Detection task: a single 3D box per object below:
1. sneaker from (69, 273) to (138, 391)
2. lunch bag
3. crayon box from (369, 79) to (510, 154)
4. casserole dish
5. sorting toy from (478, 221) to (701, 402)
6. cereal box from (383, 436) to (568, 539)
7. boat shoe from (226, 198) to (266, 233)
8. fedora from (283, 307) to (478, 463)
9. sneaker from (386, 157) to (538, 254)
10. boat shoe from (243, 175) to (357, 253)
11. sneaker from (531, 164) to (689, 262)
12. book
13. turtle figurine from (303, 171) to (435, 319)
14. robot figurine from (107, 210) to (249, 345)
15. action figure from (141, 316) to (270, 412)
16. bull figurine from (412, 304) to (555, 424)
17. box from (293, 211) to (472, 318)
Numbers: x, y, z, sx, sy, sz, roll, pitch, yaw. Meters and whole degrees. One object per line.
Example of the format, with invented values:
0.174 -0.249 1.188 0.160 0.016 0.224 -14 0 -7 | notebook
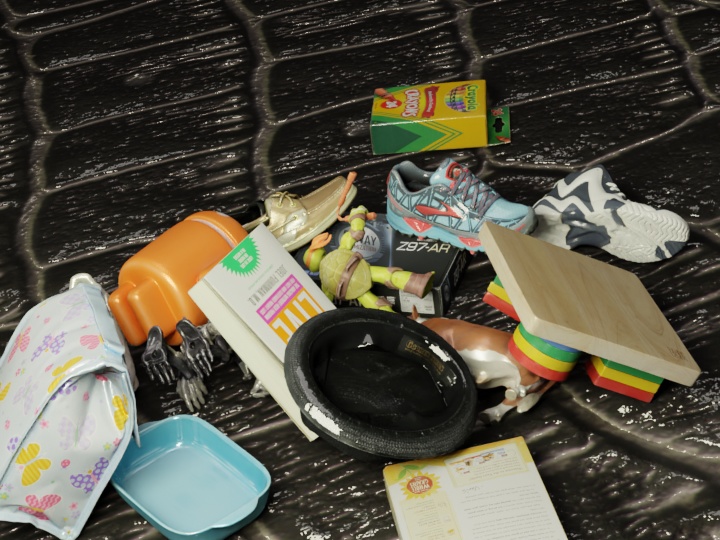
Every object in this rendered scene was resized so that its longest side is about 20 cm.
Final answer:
-0.302 0.077 1.560 0.074 0.101 0.200 -15 33 -14 | sneaker
-0.290 0.132 1.365 0.126 0.201 0.170 22 15 -31 | lunch bag
0.116 -0.223 2.002 0.197 0.051 0.127 -4 31 6 | crayon box
-0.170 0.211 1.369 0.120 0.039 0.199 -28 37 -30 | casserole dish
0.220 0.052 1.434 0.197 0.070 0.201 18 25 -20 | sorting toy
0.107 0.237 1.258 0.142 0.040 0.201 -11 32 -4 | cereal box
-0.118 -0.056 1.775 0.199 0.064 0.074 -17 27 -19 | boat shoe
0.012 0.129 1.363 0.198 0.092 0.202 12 44 -12 | fedora
0.113 -0.081 1.639 0.198 0.096 0.079 10 36 27 | sneaker
-0.096 -0.059 1.699 0.199 0.067 0.074 -36 17 -3 | boat shoe
0.311 -0.079 1.690 0.197 0.080 0.130 -1 39 31 | sneaker
-0.076 0.060 1.460 0.048 0.200 0.134 -38 6 37 | book
0.000 0.000 1.568 0.160 0.202 0.064 23 -2 13 | turtle figurine
-0.198 0.007 1.592 0.116 0.145 0.200 38 48 14 | robot figurine
-0.153 0.097 1.494 0.118 0.103 0.200 -18 -8 21 | action figure
0.111 0.096 1.465 0.198 0.066 0.122 7 35 25 | bull figurine
0.025 -0.010 1.679 0.198 0.044 0.161 5 34 20 | box
